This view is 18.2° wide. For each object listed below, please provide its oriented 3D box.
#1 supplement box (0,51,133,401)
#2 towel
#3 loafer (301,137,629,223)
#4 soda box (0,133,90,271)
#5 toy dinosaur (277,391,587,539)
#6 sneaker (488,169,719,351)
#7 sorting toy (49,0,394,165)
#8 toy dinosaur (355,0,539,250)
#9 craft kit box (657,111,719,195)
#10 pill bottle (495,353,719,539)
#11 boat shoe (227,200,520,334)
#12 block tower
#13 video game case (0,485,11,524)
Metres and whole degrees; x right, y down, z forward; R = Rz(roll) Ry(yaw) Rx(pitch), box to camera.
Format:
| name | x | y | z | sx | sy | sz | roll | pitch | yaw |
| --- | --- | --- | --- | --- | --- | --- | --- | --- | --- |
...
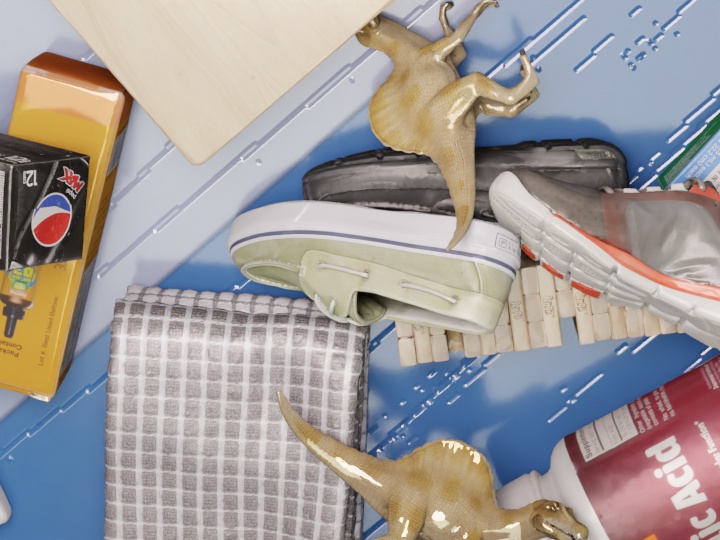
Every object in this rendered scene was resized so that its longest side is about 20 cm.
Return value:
| name | x | y | z | sx | sy | sz | roll | pitch | yaw |
| --- | --- | --- | --- | --- | --- | --- | --- | --- | --- |
| supplement box | -0.193 | -0.027 | 1.376 | 0.066 | 0.069 | 0.201 | 15 | 102 | -1 |
| towel | -0.078 | 0.116 | 1.397 | 0.164 | 0.086 | 0.202 | 3 | 104 | 2 |
| loafer | 0.064 | -0.042 | 1.361 | 0.199 | 0.068 | 0.071 | -1 | 98 | 0 |
| soda box | -0.255 | -0.053 | 1.320 | 0.199 | 0.071 | 0.064 | 16 | 106 | 33 |
| toy dinosaur | 0.032 | 0.146 | 1.337 | 0.199 | 0.058 | 0.102 | 20 | 85 | 5 |
| sneaker | 0.172 | -0.021 | 1.319 | 0.199 | 0.077 | 0.082 | 27 | 76 | -4 |
| sorting toy | -0.084 | -0.204 | 1.310 | 0.198 | 0.070 | 0.200 | -39 | 99 | 11 |
| toy dinosaur | 0.056 | -0.096 | 1.329 | 0.101 | 0.058 | 0.201 | -25 | 60 | 2 |
| craft kit box | 0.319 | -0.061 | 1.362 | 0.197 | 0.049 | 0.200 | 42 | 101 | -6 |
| pill bottle | 0.187 | 0.134 | 1.378 | 0.199 | 0.114 | 0.115 | -29 | 101 | 8 |
| boat shoe | 0.000 | 0.000 | 1.334 | 0.199 | 0.072 | 0.062 | 2 | 68 | 34 |
| block tower | 0.120 | 0.016 | 1.381 | 0.198 | 0.058 | 0.054 | -8 | 104 | 3 |
| video game case | -0.344 | 0.101 | 1.434 | 0.181 | 0.023 | 0.201 | -21 | 101 | 7 |
